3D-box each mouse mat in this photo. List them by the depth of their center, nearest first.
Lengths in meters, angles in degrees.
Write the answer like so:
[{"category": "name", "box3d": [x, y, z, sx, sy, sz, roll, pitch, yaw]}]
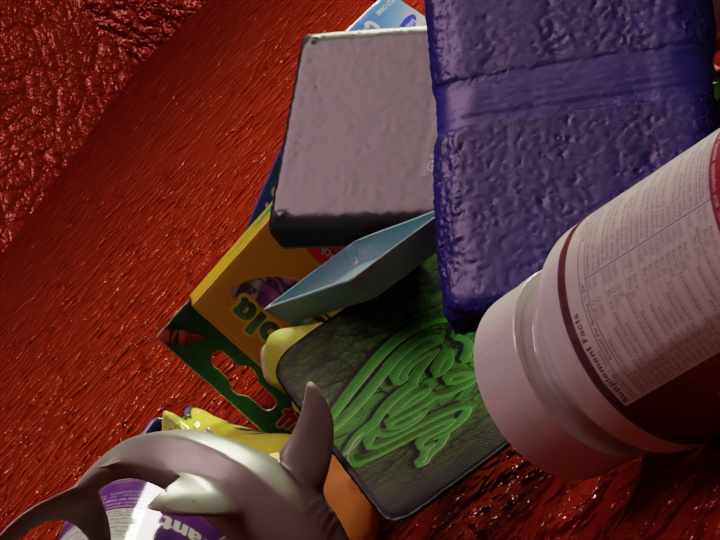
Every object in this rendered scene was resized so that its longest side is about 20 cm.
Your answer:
[{"category": "mouse mat", "box3d": [0.062, 0.030, 1.173, 0.200, 0.008, 0.161, -37, 38, -4]}]

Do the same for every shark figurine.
[{"category": "shark figurine", "box3d": [-0.093, 0.115, 1.161, 0.214, 0.129, 0.089, 11, 15, 31]}]

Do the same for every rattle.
[{"category": "rattle", "box3d": [0.028, 0.081, 1.320, 0.130, 0.143, 0.200, -26, -7, 14]}]

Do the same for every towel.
[{"category": "towel", "box3d": [0.108, -0.069, 1.146, 0.147, 0.050, 0.201, -8, 66, 16]}]

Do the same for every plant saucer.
[{"category": "plant saucer", "box3d": [0.000, 0.000, 1.245, 0.070, 0.019, 0.200, -36, 6, -15]}]

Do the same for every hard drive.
[{"category": "hard drive", "box3d": [0.050, -0.083, 1.368, 0.199, 0.033, 0.140, -1, 63, 21]}]

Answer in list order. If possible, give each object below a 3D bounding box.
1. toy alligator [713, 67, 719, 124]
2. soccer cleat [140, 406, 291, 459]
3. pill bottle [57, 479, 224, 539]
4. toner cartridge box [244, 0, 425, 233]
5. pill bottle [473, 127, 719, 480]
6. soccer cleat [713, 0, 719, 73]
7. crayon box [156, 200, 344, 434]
[{"category": "toy alligator", "box3d": [0.171, -0.067, 1.245, 0.200, 0.059, 0.054, -38, 59, 13]}, {"category": "soccer cleat", "box3d": [-0.091, 0.121, 1.461, 0.065, 0.084, 0.200, -51, 13, -17]}, {"category": "pill bottle", "box3d": [-0.129, 0.194, 1.307, 0.111, 0.111, 0.200, -43, 14, 21]}, {"category": "toner cartridge box", "box3d": [-0.019, -0.094, 1.640, 0.095, 0.043, 0.200, -49, -10, -44]}, {"category": "pill bottle", "box3d": [0.144, 0.010, 0.959, 0.200, 0.110, 0.110, -36, 17, 44]}, {"category": "soccer cleat", "box3d": [0.168, -0.131, 1.280, 0.077, 0.069, 0.200, -29, -13, -17]}, {"category": "crayon box", "box3d": [-0.017, 0.010, 1.447, 0.200, 0.127, 0.051, -49, 8, 0]}]
